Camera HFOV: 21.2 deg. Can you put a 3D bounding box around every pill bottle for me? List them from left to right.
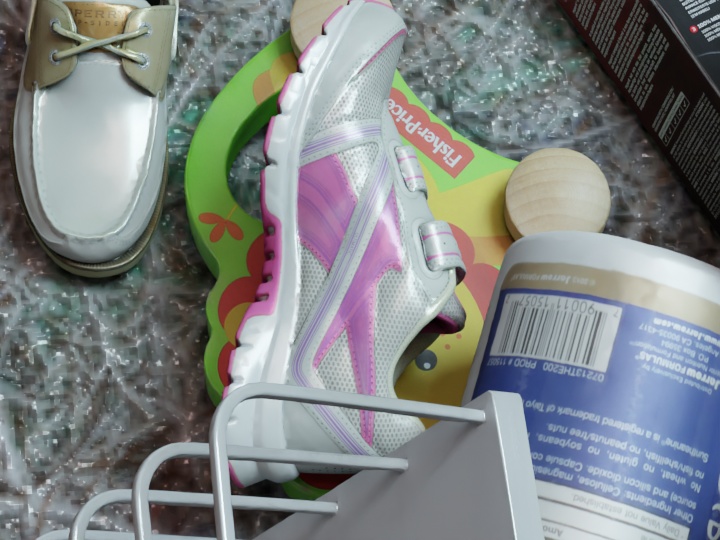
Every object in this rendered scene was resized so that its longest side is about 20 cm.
[{"bbox_3d":[0.081,0.097,0.711,0.110,0.111,0.202,17,78,0],"label":"pill bottle"}]

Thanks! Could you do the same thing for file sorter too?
[{"bbox_3d":[-0.040,0.137,0.657,0.124,0.200,0.140,9,60,-34],"label":"file sorter"}]

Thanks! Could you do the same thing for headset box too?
[{"bbox_3d":[0.189,-0.129,0.907,0.148,0.077,0.201,-26,70,-20],"label":"headset box"}]

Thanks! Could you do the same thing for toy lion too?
[{"bbox_3d":[0.000,0.000,0.831,0.200,0.069,0.192,41,73,12],"label":"toy lion"}]

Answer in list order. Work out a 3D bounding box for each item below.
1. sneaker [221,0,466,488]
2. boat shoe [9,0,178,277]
[{"bbox_3d":[0.002,-0.008,0.771,0.087,0.081,0.202,8,83,4],"label":"sneaker"},{"bbox_3d":[-0.118,-0.099,0.851,0.074,0.069,0.202,1,64,-8],"label":"boat shoe"}]
